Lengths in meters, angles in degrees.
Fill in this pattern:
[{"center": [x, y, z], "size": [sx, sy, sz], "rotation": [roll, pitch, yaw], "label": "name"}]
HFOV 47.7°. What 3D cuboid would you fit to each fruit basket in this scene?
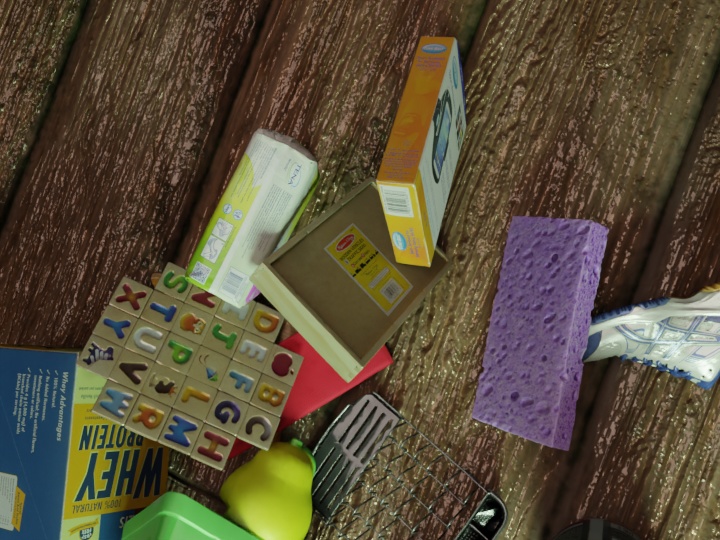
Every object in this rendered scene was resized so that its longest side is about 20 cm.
[{"center": [-0.117, 0.266, 0.787], "size": [0.155, 0.213, 0.220], "rotation": [-39, 71, 43], "label": "fruit basket"}]

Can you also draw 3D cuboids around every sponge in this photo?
[{"center": [0.166, 0.052, 0.763], "size": [0.111, 0.029, 0.205], "rotation": [7, 84, 59], "label": "sponge"}]

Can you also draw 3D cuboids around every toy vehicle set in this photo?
[{"center": [0.000, 0.000, 0.763], "size": [0.124, 0.200, 0.027], "rotation": [46, 131, 2], "label": "toy vehicle set"}]

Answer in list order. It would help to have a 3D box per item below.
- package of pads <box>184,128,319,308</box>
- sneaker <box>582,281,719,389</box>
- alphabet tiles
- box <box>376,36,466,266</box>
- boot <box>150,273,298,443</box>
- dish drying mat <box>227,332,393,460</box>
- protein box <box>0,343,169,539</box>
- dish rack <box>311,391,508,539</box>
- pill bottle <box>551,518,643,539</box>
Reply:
[{"center": [-0.097, -0.053, 0.804], "size": [0.067, 0.200, 0.157], "rotation": [27, 92, -3], "label": "package of pads"}, {"center": [0.283, 0.067, 0.733], "size": [0.195, 0.075, 0.091], "rotation": [-16, 82, 18], "label": "sneaker"}, {"center": [-0.160, 0.087, 0.783], "size": [0.196, 0.006, 0.169], "rotation": [24, 59, -4], "label": "alphabet tiles"}, {"center": [0.064, -0.122, 0.774], "size": [0.040, 0.120, 0.204], "rotation": [5, 57, 16], "label": "box"}, {"center": [-0.158, 0.095, 0.873], "size": [0.197, 0.071, 0.147], "rotation": [19, 89, 15], "label": "boot"}, {"center": [-0.067, 0.109, 0.828], "size": [0.197, 0.018, 0.078], "rotation": [-29, 89, -12], "label": "dish drying mat"}, {"center": [-0.316, 0.183, 0.856], "size": [0.196, 0.134, 0.204], "rotation": [0, 83, 32], "label": "protein box"}, {"center": [0.033, 0.227, 0.804], "size": [0.199, 0.054, 0.155], "rotation": [38, 95, 18], "label": "dish rack"}, {"center": [0.196, 0.278, 0.668], "size": [0.113, 0.200, 0.119], "rotation": [-2, 82, 17], "label": "pill bottle"}]
